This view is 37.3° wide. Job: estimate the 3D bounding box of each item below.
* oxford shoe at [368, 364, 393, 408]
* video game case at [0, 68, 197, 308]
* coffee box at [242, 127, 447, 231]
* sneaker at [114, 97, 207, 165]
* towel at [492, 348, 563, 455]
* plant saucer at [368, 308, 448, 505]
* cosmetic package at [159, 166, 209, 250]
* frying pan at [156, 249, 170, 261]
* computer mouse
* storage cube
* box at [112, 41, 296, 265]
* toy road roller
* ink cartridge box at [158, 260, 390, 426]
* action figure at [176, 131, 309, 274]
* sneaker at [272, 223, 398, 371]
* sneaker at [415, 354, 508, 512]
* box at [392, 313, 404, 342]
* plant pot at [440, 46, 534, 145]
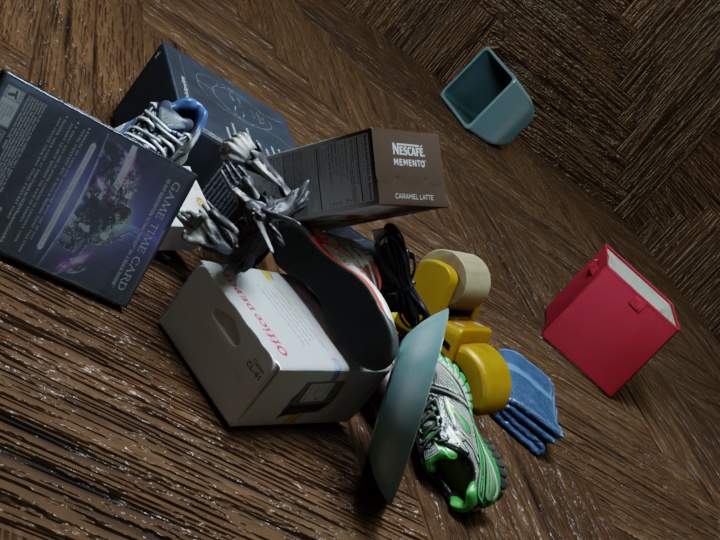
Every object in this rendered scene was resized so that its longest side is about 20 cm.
[{"bbox_3d":[-0.025,0.090,1.213,0.072,0.072,0.200,-10,47,-43],"label":"oxford shoe"},{"bbox_3d":[-0.260,-0.067,0.949,0.199,0.144,0.019,28,4,-36],"label":"video game case"},{"bbox_3d":[-0.019,-0.092,1.146,0.113,0.198,0.081,-3,86,-48],"label":"coffee box"},{"bbox_3d":[-0.212,-0.128,1.052,0.077,0.085,0.200,46,28,-7],"label":"sneaker"},{"bbox_3d":[0.236,0.179,1.538,0.111,0.049,0.200,39,19,-5],"label":"towel"},{"bbox_3d":[0.042,0.130,1.064,0.038,0.204,0.201,17,20,1],"label":"plant saucer"},{"bbox_3d":[-0.237,-0.067,1.089,0.199,0.050,0.083,-3,63,-58],"label":"cosmetic package"},{"bbox_3d":[-0.283,-0.083,1.120,0.190,0.031,0.114,46,21,19],"label":"frying pan"},{"bbox_3d":[0.000,0.000,1.239,0.199,0.052,0.140,24,-39,58],"label":"computer mouse"},{"bbox_3d":[0.460,0.092,1.972,0.200,0.180,0.171,42,19,-1],"label":"storage cube"},{"bbox_3d":[-0.182,-0.143,1.297,0.195,0.124,0.201,31,22,-33],"label":"box"},{"bbox_3d":[0.120,0.088,1.280,0.145,0.203,0.122,25,10,28],"label":"toy road roller"},{"bbox_3d":[-0.083,0.075,1.073,0.148,0.086,0.199,49,21,27],"label":"ink cartridge box"},{"bbox_3d":[-0.120,-0.060,1.035,0.102,0.119,0.200,39,-7,-17],"label":"action figure"},{"bbox_3d":[-0.001,0.026,1.109,0.107,0.068,0.201,13,28,-52],"label":"sneaker"},{"bbox_3d":[0.092,0.173,1.186,0.202,0.078,0.085,59,26,12],"label":"sneaker"},{"bbox_3d":[0.035,0.066,1.383,0.075,0.050,0.199,47,20,16],"label":"box"},{"bbox_3d":[0.388,-0.479,3.085,0.199,0.196,0.197,34,19,-42],"label":"plant pot"}]
